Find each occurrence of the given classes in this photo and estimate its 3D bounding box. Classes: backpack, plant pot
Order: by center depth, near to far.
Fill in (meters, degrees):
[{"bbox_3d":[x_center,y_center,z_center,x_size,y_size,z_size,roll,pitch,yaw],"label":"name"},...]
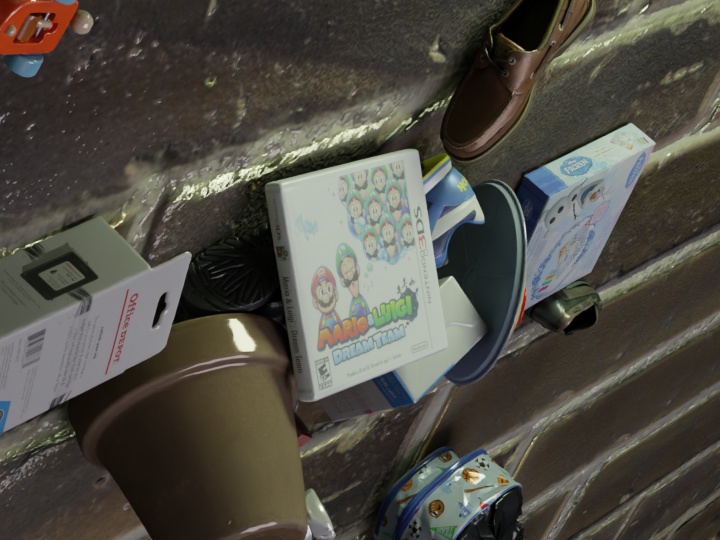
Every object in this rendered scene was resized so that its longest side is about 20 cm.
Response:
[{"bbox_3d":[-0.123,0.160,1.628,0.199,0.176,0.201,-20,156,-9],"label":"plant pot"},{"bbox_3d":[0.113,0.304,2.400,0.200,0.154,0.191,-42,166,-31],"label":"backpack"}]

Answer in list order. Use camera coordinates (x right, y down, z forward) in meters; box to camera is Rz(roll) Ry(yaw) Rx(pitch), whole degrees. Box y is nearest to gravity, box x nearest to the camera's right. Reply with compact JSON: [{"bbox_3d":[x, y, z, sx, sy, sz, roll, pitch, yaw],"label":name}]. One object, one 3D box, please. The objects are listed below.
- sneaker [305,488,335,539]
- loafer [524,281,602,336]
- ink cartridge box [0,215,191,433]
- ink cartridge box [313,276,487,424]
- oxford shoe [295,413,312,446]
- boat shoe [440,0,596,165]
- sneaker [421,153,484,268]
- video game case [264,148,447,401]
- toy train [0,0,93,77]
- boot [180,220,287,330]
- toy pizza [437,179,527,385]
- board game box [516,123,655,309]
[{"bbox_3d":[-0.078,0.317,2.192,0.081,0.075,0.201,-24,148,-18],"label":"sneaker"},{"bbox_3d":[0.253,0.055,2.363,0.072,0.063,0.200,-53,157,12],"label":"loafer"},{"bbox_3d":[-0.228,0.039,1.456,0.199,0.067,0.116,-27,149,-41],"label":"ink cartridge box"},{"bbox_3d":[0.019,0.080,1.892,0.115,0.068,0.200,-42,-169,-30],"label":"ink cartridge box"},{"bbox_3d":[-0.109,0.160,1.870,0.075,0.071,0.200,-44,157,6],"label":"oxford shoe"},{"bbox_3d":[0.130,-0.190,1.750,0.201,0.072,0.068,-56,154,-5],"label":"boat shoe"},{"bbox_3d":[0.033,-0.013,1.803,0.200,0.082,0.074,-45,-164,-2],"label":"sneaker"},{"bbox_3d":[0.000,0.000,1.684,0.199,0.024,0.184,-18,101,-51],"label":"video game case"},{"bbox_3d":[-0.196,-0.204,1.147,0.150,0.056,0.201,-18,146,-53],"label":"toy train"},{"bbox_3d":[-0.103,0.049,1.718,0.164,0.066,0.201,-30,156,-34],"label":"boot"},{"bbox_3d":[0.119,0.013,1.905,0.031,0.201,0.201,10,127,-23],"label":"toy pizza"},{"bbox_3d":[0.219,-0.048,2.160,0.198,0.043,0.201,-25,148,-42],"label":"board game box"}]
